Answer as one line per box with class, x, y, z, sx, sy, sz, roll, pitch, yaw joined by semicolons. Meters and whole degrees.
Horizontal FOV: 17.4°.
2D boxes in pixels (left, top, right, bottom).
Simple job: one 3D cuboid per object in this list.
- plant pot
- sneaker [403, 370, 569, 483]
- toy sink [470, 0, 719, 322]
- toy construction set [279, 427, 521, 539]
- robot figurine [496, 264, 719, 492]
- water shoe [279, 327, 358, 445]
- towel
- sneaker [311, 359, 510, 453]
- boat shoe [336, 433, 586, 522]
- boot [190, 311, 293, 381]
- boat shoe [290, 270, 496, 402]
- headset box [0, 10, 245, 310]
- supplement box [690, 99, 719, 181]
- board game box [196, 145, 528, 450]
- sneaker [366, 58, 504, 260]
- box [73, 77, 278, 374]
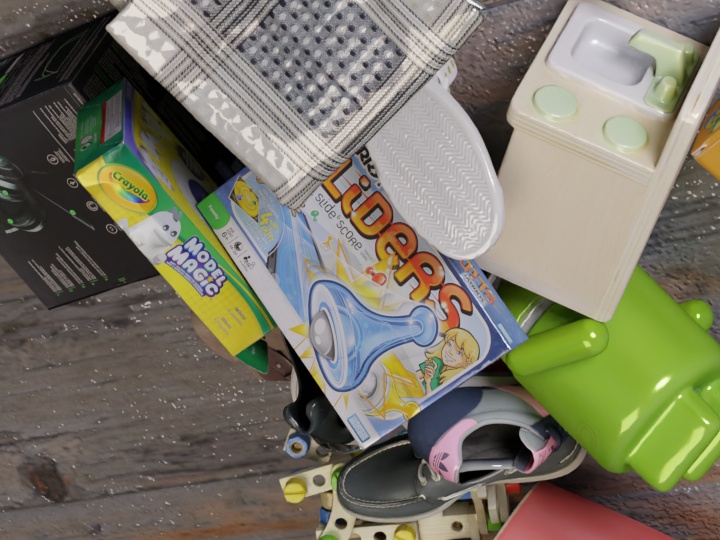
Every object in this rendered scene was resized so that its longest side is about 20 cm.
plant pot;0.171;0.269;1.821;0.177;0.200;0.200;35;139;9
sneaker;0.131;0.110;1.686;0.200;0.082;0.070;-11;133;-17
toy sink;0.155;-0.091;1.508;0.112;0.130;0.200;24;139;6
toy construction set;0.038;0.185;1.884;0.200;0.092;0.131;-2;105;21
robot figurine;0.171;0.057;1.621;0.200;0.175;0.116;47;121;23
water shoe;-0.014;0.019;1.634;0.079;0.200;0.071;10;160;-37
towel;-0.050;-0.165;1.441;0.200;0.035;0.193;47;119;1
sneaker;0.057;0.075;1.778;0.200;0.096;0.079;-20;83;20
boat shoe;0.070;0.139;1.790;0.200;0.073;0.062;-14;154;14
boot;-0.065;0.017;1.771;0.146;0.070;0.200;-14;129;30
boat shoe;0.027;0.043;1.691;0.200;0.069;0.072;-42;118;13
headset box;-0.209;-0.076;1.748;0.200;0.093;0.174;-18;121;40
supplement box;0.311;-0.044;1.516;0.200;0.069;0.067;38;137;-13
board game box;0.000;0.000;1.554;0.135;0.034;0.200;-37;86;27
sneaker;0.045;-0.098;1.507;0.074;0.116;0.200;-37;78;23
box;-0.117;-0.027;1.616;0.048;0.117;0.200;-33;115;11
